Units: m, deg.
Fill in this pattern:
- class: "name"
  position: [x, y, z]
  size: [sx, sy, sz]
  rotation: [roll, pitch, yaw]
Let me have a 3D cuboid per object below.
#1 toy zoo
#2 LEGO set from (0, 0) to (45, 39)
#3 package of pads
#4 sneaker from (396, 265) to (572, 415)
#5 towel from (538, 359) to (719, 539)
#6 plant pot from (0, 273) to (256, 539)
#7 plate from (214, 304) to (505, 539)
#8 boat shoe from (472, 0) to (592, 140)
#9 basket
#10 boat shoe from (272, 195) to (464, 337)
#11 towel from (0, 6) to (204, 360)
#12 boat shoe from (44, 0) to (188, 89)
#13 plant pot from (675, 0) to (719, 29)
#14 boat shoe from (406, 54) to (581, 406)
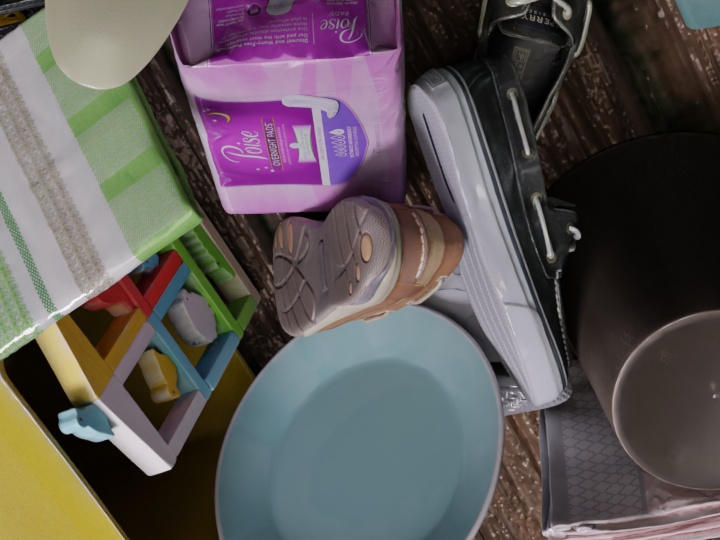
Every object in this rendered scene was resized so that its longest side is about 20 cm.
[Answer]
- class: "toy zoo"
  position: [-0.130, 0.027, 0.908]
  size: [0.020, 0.201, 0.132]
  rotation: [-20, 116, 29]
- class: "LEGO set"
  position: [-0.149, -0.200, 0.859]
  size: [0.198, 0.116, 0.155]
  rotation: [-20, 86, -3]
- class: "package of pads"
  position: [-0.035, -0.099, 0.855]
  size: [0.119, 0.076, 0.200]
  rotation: [-4, 159, 1]
- class: "sneaker"
  position: [0.040, 0.039, 0.975]
  size: [0.199, 0.075, 0.116]
  rotation: [-11, 85, 39]
- class: "towel"
  position: [0.200, 0.093, 0.926]
  size: [0.189, 0.200, 0.032]
  rotation: [-13, 115, 11]
- class: "plant pot"
  position: [-0.198, 0.098, 0.962]
  size: [0.175, 0.201, 0.201]
  rotation: [-19, 116, 26]
- class: "plate"
  position: [0.001, 0.114, 0.909]
  size: [0.199, 0.201, 0.026]
  rotation: [-30, 141, 17]
- class: "boat shoe"
  position: [0.104, -0.152, 0.878]
  size: [0.070, 0.064, 0.202]
  rotation: [10, 118, -3]
- class: "basket"
  position: [0.192, 0.023, 0.888]
  size: [0.178, 0.200, 0.137]
  rotation: [-9, 117, 6]
- class: "boat shoe"
  position: [0.000, 0.000, 0.908]
  size: [0.071, 0.200, 0.077]
  rotation: [-2, 88, -22]
- class: "towel"
  position: [-0.189, -0.036, 0.808]
  size: [0.199, 0.031, 0.150]
  rotation: [-31, 77, 15]
- class: "boat shoe"
  position: [-0.111, -0.185, 0.768]
  size: [0.073, 0.063, 0.203]
  rotation: [11, 83, -9]
- class: "plant pot"
  position: [0.200, -0.240, 0.792]
  size: [0.140, 0.142, 0.201]
  rotation: [-10, 124, 8]
- class: "boat shoe"
  position: [0.090, -0.023, 0.857]
  size: [0.070, 0.072, 0.202]
  rotation: [-22, 105, -11]
